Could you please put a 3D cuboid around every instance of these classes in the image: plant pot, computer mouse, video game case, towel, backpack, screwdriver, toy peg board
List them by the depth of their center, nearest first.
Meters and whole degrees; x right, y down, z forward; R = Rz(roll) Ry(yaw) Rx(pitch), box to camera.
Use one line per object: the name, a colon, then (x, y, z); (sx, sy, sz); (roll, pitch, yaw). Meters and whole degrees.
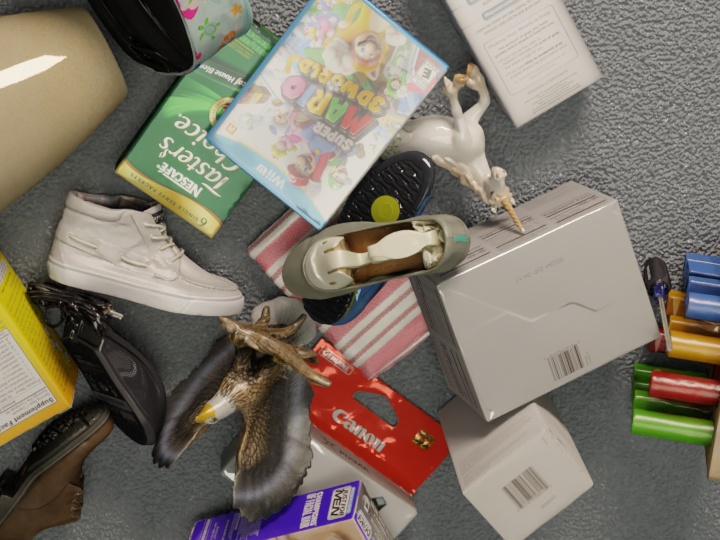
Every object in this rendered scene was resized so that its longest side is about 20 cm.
backpack: (-0.181, -0.281, 1.447); (0.150, 0.177, 0.201); (-36, 112, -25)
plant pot: (-0.324, -0.159, 1.487); (0.199, 0.187, 0.188); (-29, 109, -10)
video game case: (-0.032, -0.159, 1.524); (0.143, 0.018, 0.200); (38, 102, -3)
screwdriver: (0.294, 0.036, 1.589); (0.029, 0.200, 0.028); (-17, 111, 18)
computer mouse: (-0.244, 0.088, 1.607); (0.053, 0.138, 0.201); (-42, 124, -27)
toy peg board: (0.330, 0.075, 1.615); (0.097, 0.200, 0.200); (8, 108, 7)
towel: (0.000, 0.000, 1.640); (0.146, 0.030, 0.200); (-41, 106, 9)

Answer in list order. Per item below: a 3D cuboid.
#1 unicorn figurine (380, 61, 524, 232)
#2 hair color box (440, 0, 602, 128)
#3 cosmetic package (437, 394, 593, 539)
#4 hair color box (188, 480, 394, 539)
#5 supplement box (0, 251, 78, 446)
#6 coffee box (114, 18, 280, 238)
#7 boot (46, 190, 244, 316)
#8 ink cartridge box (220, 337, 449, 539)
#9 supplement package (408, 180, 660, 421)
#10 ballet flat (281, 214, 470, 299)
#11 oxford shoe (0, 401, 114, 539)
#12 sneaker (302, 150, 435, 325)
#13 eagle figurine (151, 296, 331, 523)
unicorn figurine: (0.079, -0.132, 1.571); (0.199, 0.074, 0.138); (12, 123, 21)
hair color box: (0.140, -0.250, 1.551); (0.099, 0.061, 0.200); (-30, 109, 5)
cosmetic package: (0.151, 0.176, 1.620); (0.107, 0.200, 0.085); (-39, 106, 10)
hair color box: (-0.070, 0.298, 1.675); (0.199, 0.065, 0.110); (-18, 119, 19)
supplement box: (-0.377, 0.062, 1.579); (0.109, 0.110, 0.200); (-29, 108, 5)
coffee box: (-0.136, -0.144, 1.568); (0.123, 0.044, 0.200); (36, 102, -15)
boot: (-0.203, -0.019, 1.589); (0.199, 0.074, 0.096); (12, 103, -14)
ink cartridge box: (-0.018, 0.197, 1.695); (0.200, 0.044, 0.174); (37, 103, -15)
supplement package: (0.169, 0.028, 1.599); (0.199, 0.111, 0.156); (-24, 110, -10)
ballet flat: (0.004, -0.017, 1.511); (0.199, 0.064, 0.068); (-12, 86, 23)
oxford shoe: (-0.309, 0.212, 1.660); (0.084, 0.073, 0.200); (37, 113, -18)
sneaker: (0.015, -0.033, 1.581); (0.066, 0.078, 0.201); (38, 109, 18)
eagle figurine: (-0.119, 0.131, 1.608); (0.150, 0.152, 0.201); (-2, 134, -23)
